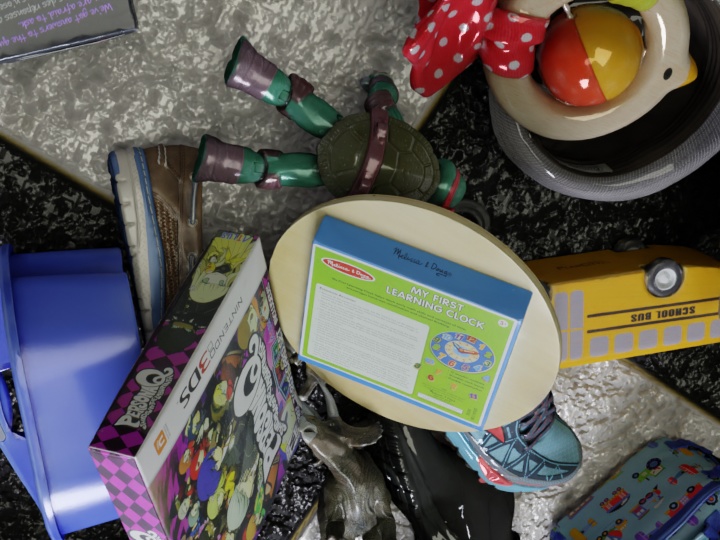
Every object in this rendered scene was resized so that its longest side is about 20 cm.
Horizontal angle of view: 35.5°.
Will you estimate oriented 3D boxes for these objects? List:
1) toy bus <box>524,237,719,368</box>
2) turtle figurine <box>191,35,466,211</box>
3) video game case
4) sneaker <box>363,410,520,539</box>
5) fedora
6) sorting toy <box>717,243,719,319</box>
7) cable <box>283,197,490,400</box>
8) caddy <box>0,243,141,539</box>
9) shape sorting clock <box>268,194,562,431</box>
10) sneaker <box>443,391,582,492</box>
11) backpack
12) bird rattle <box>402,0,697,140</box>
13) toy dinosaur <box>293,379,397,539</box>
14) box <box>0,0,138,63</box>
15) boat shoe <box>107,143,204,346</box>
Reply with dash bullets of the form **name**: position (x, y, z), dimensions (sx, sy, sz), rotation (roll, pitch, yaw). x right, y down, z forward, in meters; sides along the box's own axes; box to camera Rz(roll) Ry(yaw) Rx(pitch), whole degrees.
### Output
- **toy bus**: position (0.182, 0.025, 0.861), dimensions (0.200, 0.065, 0.078), rotation (-8, 109, -13)
- **turtle figurine**: position (-0.003, -0.074, 0.753), dimensions (0.200, 0.101, 0.150), rotation (20, 75, -16)
- **video game case**: position (-0.095, 0.107, 0.727), dimensions (0.036, 0.181, 0.200), rotation (9, 136, 18)
- **sneaker**: position (0.069, 0.170, 0.878), dimensions (0.091, 0.076, 0.200), rotation (-33, 116, -15)
- **fedora**: position (0.179, -0.146, 0.796), dimensions (0.200, 0.090, 0.177), rotation (-39, 110, 5)
- **sorting toy**: position (0.309, -0.084, 0.811), dimensions (0.200, 0.036, 0.185), rotation (-42, 141, -29)
- **cable**: position (0.000, 0.000, 0.829), dimensions (0.200, 0.050, 0.097), rotation (-43, 109, -12)
- **caddy**: position (-0.194, 0.077, 0.738), dimensions (0.105, 0.141, 0.200), rotation (-10, 107, -12)
- **shape sorting clock**: position (0.033, 0.032, 0.734), dimensions (0.200, 0.200, 0.039), rotation (47, 47, -21)
- **sneaker**: position (0.105, 0.099, 0.820), dimensions (0.200, 0.095, 0.079), rotation (38, 56, -26)
- **backpack**: position (0.265, 0.246, 0.873), dimensions (0.183, 0.200, 0.135), rotation (-38, 111, 0)
- **bird rattle**: position (0.128, -0.146, 0.692), dimensions (0.200, 0.113, 0.163), rotation (-31, 124, 6)
- **toy dinosaur**: position (-0.006, 0.176, 0.839), dimensions (0.077, 0.102, 0.200), rotation (-2, 141, 0)
- **box**: position (-0.207, -0.230, 0.656), dimensions (0.106, 0.122, 0.200), rotation (-15, 109, -11)
- **boat shoe**: position (-0.120, 0.012, 0.775), dimensions (0.072, 0.072, 0.200), rotation (-12, 108, -12)
